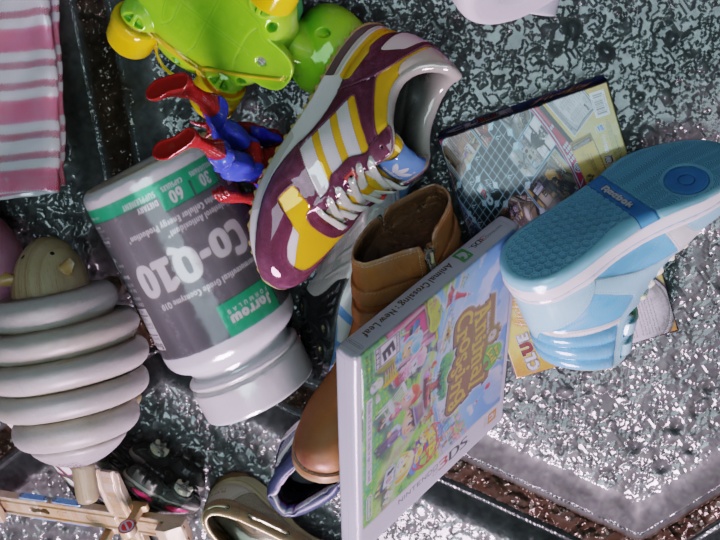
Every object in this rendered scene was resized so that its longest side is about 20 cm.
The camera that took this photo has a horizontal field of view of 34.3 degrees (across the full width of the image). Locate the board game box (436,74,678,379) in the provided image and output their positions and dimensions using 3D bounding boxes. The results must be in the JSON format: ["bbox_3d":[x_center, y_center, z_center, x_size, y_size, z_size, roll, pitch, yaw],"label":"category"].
[{"bbox_3d":[0.152,-0.031,0.898,0.133,0.035,0.203,-17,104,10],"label":"board game box"}]

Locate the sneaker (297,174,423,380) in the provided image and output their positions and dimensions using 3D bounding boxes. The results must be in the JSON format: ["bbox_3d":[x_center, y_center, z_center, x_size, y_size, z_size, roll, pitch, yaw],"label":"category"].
[{"bbox_3d":[0.000,0.000,0.908,0.071,0.072,0.203,2,119,-29],"label":"sneaker"}]

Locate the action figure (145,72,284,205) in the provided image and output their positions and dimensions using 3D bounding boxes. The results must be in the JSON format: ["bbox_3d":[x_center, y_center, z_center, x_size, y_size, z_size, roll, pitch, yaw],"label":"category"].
[{"bbox_3d":[-0.087,-0.082,0.833,0.051,0.199,0.066,-20,73,20],"label":"action figure"}]

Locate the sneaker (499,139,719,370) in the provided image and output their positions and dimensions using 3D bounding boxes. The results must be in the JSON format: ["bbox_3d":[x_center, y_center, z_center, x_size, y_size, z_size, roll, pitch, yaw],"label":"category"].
[{"bbox_3d":[0.197,-0.004,0.852,0.198,0.080,0.132,-27,130,-8],"label":"sneaker"}]

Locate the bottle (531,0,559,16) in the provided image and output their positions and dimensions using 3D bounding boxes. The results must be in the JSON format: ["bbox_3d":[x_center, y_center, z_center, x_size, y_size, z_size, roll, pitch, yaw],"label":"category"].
[{"bbox_3d":[0.132,-0.282,0.809,0.082,0.065,0.203,12,107,9],"label":"bottle"}]

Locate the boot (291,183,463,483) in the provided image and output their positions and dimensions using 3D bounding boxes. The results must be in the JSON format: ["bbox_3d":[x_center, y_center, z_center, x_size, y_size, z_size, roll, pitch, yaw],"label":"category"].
[{"bbox_3d":[0.008,0.043,0.835,0.073,0.201,0.156,26,152,23],"label":"boot"}]

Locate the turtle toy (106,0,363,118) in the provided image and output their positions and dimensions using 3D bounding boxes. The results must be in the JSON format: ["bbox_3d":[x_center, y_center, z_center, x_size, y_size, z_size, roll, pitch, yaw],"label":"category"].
[{"bbox_3d":[-0.082,-0.189,0.838,0.199,0.102,0.146,36,132,-5],"label":"turtle toy"}]

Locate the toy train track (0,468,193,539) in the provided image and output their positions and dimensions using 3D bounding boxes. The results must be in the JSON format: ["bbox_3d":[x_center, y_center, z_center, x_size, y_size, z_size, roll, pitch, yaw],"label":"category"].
[{"bbox_3d":[-0.233,0.209,0.956,0.197,0.033,0.116,4,131,21],"label":"toy train track"}]

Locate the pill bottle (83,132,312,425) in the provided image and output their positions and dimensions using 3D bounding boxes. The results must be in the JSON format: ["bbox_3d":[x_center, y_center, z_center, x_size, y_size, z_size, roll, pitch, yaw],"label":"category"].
[{"bbox_3d":[-0.120,0.008,0.895,0.112,0.113,0.202,-23,103,12],"label":"pill bottle"}]

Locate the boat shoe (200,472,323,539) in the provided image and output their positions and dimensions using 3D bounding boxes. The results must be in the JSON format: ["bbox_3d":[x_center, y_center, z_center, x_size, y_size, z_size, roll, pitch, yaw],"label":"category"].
[{"bbox_3d":[-0.054,0.256,0.987,0.073,0.063,0.201,-42,98,15],"label":"boat shoe"}]

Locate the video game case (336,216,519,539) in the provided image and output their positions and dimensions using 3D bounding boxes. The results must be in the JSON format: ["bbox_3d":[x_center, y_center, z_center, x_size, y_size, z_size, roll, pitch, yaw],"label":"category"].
[{"bbox_3d":[0.050,0.085,0.845,0.022,0.181,0.202,28,137,31],"label":"video game case"}]

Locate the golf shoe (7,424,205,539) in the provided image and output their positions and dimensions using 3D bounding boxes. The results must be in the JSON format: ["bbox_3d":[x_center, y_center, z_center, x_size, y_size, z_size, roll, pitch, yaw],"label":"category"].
[{"bbox_3d":[-0.228,0.162,0.973,0.199,0.077,0.089,33,116,-3],"label":"golf shoe"}]

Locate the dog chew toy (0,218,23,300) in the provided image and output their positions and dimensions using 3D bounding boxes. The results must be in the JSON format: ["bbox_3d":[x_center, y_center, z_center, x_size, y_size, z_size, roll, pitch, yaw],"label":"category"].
[{"bbox_3d":[-0.337,0.047,0.928,0.123,0.125,0.202,20,115,-1],"label":"dog chew toy"}]

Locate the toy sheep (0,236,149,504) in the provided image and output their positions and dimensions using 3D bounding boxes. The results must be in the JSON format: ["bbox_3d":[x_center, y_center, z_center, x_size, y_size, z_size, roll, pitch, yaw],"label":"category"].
[{"bbox_3d":[-0.218,0.075,0.875,0.136,0.138,0.203,-13,96,9],"label":"toy sheep"}]

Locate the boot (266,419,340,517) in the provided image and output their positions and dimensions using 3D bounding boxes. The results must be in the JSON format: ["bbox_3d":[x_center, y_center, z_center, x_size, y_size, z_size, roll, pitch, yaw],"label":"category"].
[{"bbox_3d":[0.010,0.120,0.925,0.200,0.090,0.073,-42,98,14],"label":"boot"}]

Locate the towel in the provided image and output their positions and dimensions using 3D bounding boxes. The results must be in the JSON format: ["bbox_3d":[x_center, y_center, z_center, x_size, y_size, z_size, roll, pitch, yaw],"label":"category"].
[{"bbox_3d":[-0.297,-0.154,0.879,0.144,0.030,0.204,-3,87,4],"label":"towel"}]

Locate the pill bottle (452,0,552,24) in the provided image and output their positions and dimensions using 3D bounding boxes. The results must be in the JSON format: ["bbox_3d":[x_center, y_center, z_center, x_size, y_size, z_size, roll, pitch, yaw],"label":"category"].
[{"bbox_3d":[0.064,-0.268,0.746,0.112,0.112,0.202,-34,70,14],"label":"pill bottle"}]

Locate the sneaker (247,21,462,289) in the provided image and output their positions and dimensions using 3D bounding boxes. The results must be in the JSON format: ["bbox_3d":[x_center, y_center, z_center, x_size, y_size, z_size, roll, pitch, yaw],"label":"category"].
[{"bbox_3d":[-0.005,-0.070,0.805,0.090,0.075,0.202,30,97,39],"label":"sneaker"}]
